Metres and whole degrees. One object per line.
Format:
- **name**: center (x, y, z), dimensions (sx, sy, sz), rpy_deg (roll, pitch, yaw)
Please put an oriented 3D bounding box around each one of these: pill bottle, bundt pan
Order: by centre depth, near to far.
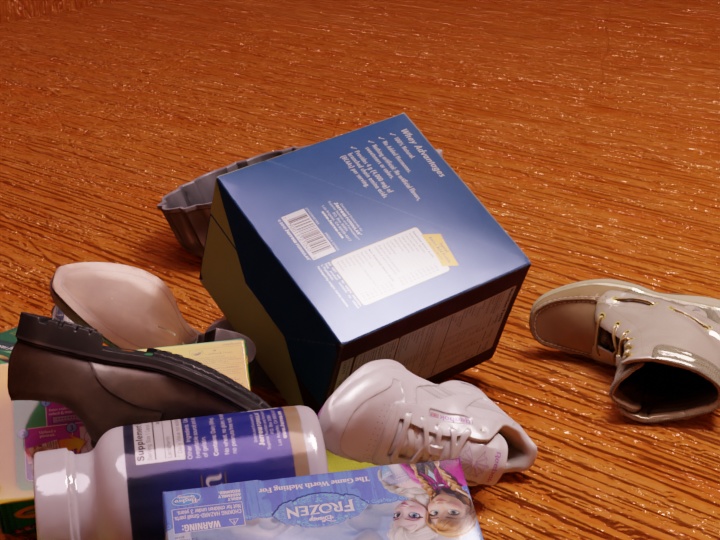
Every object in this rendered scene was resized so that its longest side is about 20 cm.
- **pill bottle**: center (-0.123, 0.161, 1.064), dimensions (0.198, 0.117, 0.116), rpy_deg (-6, 20, -8)
- **bundt pan**: center (-0.124, -0.073, 1.735), dimensions (0.200, 0.076, 0.202), rpy_deg (-18, 16, 5)

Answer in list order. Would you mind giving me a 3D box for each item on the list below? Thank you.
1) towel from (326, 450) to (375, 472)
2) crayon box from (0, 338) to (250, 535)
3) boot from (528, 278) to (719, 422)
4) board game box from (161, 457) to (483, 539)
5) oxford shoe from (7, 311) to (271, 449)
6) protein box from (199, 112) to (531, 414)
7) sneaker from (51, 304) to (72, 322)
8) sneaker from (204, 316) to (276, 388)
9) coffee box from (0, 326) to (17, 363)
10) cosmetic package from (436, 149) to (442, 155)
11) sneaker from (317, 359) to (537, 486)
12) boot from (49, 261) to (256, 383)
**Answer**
- **towel**: center (0.018, 0.165, 1.182), dimensions (0.085, 0.018, 0.200), rpy_deg (-6, 20, -11)
- **crayon box**: center (-0.178, 0.125, 1.170), dimensions (0.198, 0.058, 0.119), rpy_deg (-5, 56, -9)
- **boot**: center (0.230, 0.071, 1.341), dimensions (0.199, 0.073, 0.155), rpy_deg (5, 24, 20)
- **board game box**: center (-0.014, 0.209, 0.933), dimensions (0.198, 0.044, 0.200), rpy_deg (-6, 41, -9)
- **oxford shoe**: center (-0.162, 0.096, 1.125), dimensions (0.199, 0.085, 0.073), rpy_deg (16, -4, -4)
- **protein box**: center (0.000, 0.000, 1.322), dimensions (0.199, 0.135, 0.199), rpy_deg (-21, 58, -30)
- **sneaker**: center (-0.262, 0.096, 1.282), dimensions (0.085, 0.077, 0.201), rpy_deg (-16, 37, 2)
- **sneaker**: center (-0.049, 0.065, 1.411), dimensions (0.199, 0.071, 0.080), rpy_deg (0, 13, -16)
- **coffee box**: center (-0.337, 0.106, 1.354), dimensions (0.122, 0.044, 0.199), rpy_deg (16, 27, 41)
- **cosmetic package**: center (0.027, -0.073, 1.744), dimensions (0.106, 0.091, 0.200), rpy_deg (0, 23, 15)
- **sneaker**: center (0.055, 0.119, 1.154), dimensions (0.199, 0.075, 0.099), rpy_deg (7, 18, -43)
- **boot**: center (-0.180, 0.066, 1.277), dimensions (0.199, 0.071, 0.146), rpy_deg (26, -27, -16)
